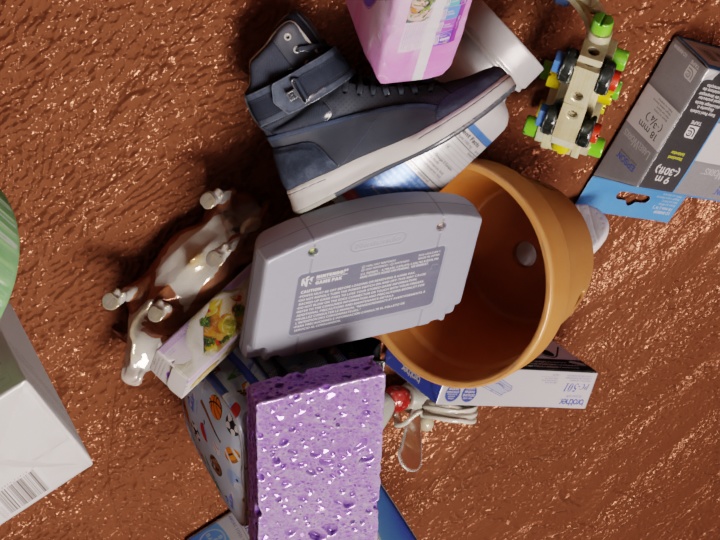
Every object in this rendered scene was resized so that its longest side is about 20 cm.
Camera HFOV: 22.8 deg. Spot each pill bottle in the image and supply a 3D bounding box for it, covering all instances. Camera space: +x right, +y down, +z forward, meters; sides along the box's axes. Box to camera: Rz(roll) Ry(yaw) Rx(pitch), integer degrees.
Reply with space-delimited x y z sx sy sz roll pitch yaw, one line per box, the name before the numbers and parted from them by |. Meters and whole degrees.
pill bottle | 0.052 -0.129 1.484 0.200 0.112 0.112 -44 139 7

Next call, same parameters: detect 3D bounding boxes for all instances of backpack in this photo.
backpack | -0.076 0.118 1.566 0.153 0.191 0.201 -10 128 -19

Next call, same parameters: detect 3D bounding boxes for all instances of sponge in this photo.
sponge | -0.038 0.166 1.474 0.111 0.030 0.201 -12 128 -18

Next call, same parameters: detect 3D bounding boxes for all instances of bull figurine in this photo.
bull figurine | -0.151 0.010 1.493 0.200 0.065 0.121 -50 173 4

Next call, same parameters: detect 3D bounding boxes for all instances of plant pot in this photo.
plant pot | 0.117 -0.005 1.594 0.140 0.200 0.201 -13 138 -54

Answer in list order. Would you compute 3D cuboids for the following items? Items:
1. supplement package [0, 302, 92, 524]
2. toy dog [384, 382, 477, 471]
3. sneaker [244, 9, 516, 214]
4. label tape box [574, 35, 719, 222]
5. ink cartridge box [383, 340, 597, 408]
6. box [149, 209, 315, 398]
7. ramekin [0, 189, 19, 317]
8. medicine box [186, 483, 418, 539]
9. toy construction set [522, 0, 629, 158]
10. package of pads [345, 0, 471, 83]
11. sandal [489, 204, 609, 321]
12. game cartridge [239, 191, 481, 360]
supplement package | -0.310 0.084 1.360 0.121 0.200 0.120 -33 139 -4
toy dog | 0.008 0.163 1.730 0.199 0.132 0.097 -1 106 -23
sneaker | 0.007 -0.151 1.392 0.202 0.147 0.077 -25 -176 8
label tape box | 0.316 -0.116 1.716 0.144 0.063 0.201 6 124 -38
ink cartridge box | 0.129 0.095 1.755 0.199 0.094 0.044 5 111 -37
box | -0.094 0.026 1.496 0.200 0.039 0.041 -44 173 -30
ramekin | -0.339 -0.011 1.262 0.200 0.200 0.098 -41 147 5
medicine box | -0.041 0.301 1.764 0.200 0.182 0.103 -33 140 -4
toy construction set | 0.189 -0.178 1.530 0.092 0.131 0.201 9 137 15
package of pads | 0.037 -0.240 1.292 0.075 0.121 0.200 -14 154 -16
sandal | 0.157 0.018 1.718 0.206 0.079 0.059 -33 144 -3
game cartridge | 0.000 0.000 1.457 0.199 0.041 0.133 -11 139 -26
